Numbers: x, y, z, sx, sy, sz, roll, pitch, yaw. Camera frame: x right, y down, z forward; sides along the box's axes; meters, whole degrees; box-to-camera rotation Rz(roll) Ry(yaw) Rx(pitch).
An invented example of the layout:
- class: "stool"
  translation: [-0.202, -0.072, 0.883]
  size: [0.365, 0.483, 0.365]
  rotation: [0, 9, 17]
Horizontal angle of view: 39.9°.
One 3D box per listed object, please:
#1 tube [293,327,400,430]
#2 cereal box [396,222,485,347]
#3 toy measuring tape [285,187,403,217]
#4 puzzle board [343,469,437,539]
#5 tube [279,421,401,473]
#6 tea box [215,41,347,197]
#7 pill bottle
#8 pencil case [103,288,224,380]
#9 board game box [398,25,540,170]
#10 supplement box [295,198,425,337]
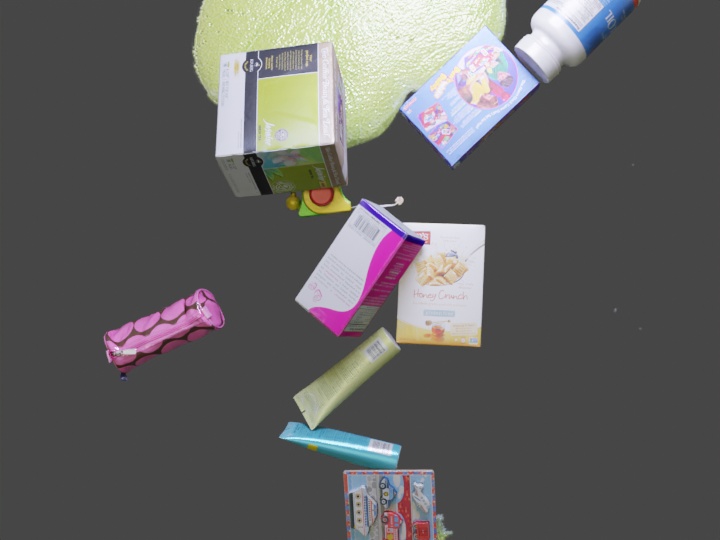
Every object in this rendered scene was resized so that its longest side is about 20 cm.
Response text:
- class: "tube"
  translation: [-0.023, 0.176, 1.657]
  size: [0.199, 0.058, 0.052]
  rotation: [-40, 98, 3]
- class: "cereal box"
  translation: [0.134, 0.023, 1.649]
  size: [0.142, 0.040, 0.203]
  rotation: [1, 87, 8]
- class: "toy measuring tape"
  translation: [-0.028, -0.132, 1.671]
  size: [0.197, 0.074, 0.075]
  rotation: [-7, 85, -2]
- class: "puzzle board"
  translation: [0.051, 0.424, 1.623]
  size: [0.148, 0.017, 0.203]
  rotation: [-2, 100, 7]
- class: "tube"
  translation: [-0.032, 0.289, 1.642]
  size: [0.197, 0.077, 0.051]
  rotation: [15, 96, 5]
- class: "tea box"
  translation: [-0.125, -0.245, 1.623]
  size: [0.194, 0.134, 0.202]
  rotation: [-5, 63, 8]
- class: "pill bottle"
  translation: [0.349, -0.405, 1.613]
  size: [0.200, 0.112, 0.112]
  rotation: [-45, 82, 4]
- class: "pencil case"
  translation: [-0.333, 0.104, 1.679]
  size: [0.198, 0.094, 0.092]
  rotation: [-27, 83, 4]
- class: "board game box"
  translation: [0.182, -0.287, 1.660]
  size: [0.200, 0.045, 0.135]
  rotation: [-43, 82, 3]
- class: "supplement box"
  translation: [0.000, 0.000, 1.617]
  size: [0.101, 0.103, 0.201]
  rotation: [39, 99, 20]
